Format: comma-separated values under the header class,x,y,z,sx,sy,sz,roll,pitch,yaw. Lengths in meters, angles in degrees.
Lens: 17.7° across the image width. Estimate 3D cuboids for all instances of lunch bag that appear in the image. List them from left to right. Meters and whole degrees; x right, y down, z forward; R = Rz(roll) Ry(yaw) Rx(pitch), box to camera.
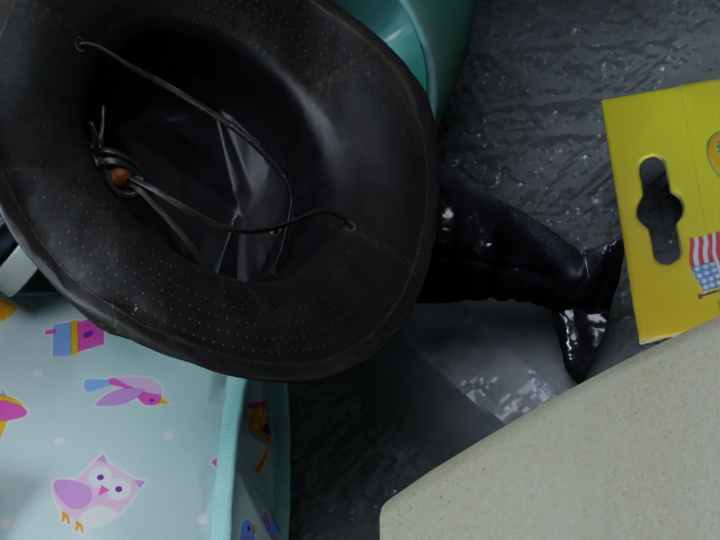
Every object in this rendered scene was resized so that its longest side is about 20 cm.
class,x,y,z,sx,sy,sz,roll,pitch,yaw
lunch bag,-0.113,0.097,0.861,0.170,0.122,0.201,-4,61,9

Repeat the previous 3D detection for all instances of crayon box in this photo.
class,x,y,z,sx,sy,sz,roll,pitch,yaw
crayon box,0.203,-0.024,0.925,0.199,0.051,0.127,-7,54,5

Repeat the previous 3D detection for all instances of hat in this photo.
class,x,y,z,sx,sy,sz,roll,pitch,yaw
hat,-0.065,-0.030,0.838,0.200,0.081,0.201,18,50,-22

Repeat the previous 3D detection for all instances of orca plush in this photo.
class,x,y,z,sx,sy,sz,roll,pitch,yaw
orca plush,0.000,0.000,0.915,0.199,0.105,0.071,27,38,-3

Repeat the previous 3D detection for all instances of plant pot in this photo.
class,x,y,z,sx,sy,sz,roll,pitch,yaw
plant pot,0.109,0.144,0.750,0.176,0.200,0.201,-12,54,16

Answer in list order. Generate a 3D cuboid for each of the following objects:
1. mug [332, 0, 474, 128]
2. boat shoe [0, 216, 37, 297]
class,x,y,z,sx,sy,sz,roll,pitch,yaw
mug,-0.016,-0.115,0.957,0.184,0.152,0.115,-21,26,29
boat shoe,-0.153,-0.042,0.940,0.075,0.062,0.200,-49,16,8
